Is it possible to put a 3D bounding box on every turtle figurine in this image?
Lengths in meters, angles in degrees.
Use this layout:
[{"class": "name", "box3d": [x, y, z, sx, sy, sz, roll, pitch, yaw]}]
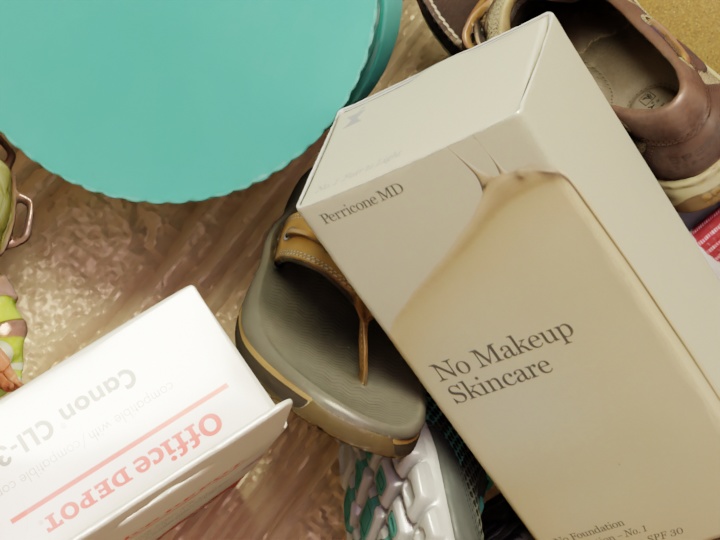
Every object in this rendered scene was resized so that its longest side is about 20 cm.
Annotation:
[{"class": "turtle figurine", "box3d": [-0.171, -0.035, 0.793, 0.064, 0.161, 0.201, -27, 82, -16]}]

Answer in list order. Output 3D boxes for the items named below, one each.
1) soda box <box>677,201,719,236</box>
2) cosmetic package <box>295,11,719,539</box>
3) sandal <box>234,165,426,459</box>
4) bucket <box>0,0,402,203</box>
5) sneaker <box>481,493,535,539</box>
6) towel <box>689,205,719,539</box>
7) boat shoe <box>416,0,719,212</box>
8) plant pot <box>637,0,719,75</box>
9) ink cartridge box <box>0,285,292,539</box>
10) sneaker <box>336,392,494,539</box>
[{"class": "soda box", "box3d": [0.139, -0.023, 0.814, 0.068, 0.199, 0.064, 46, 32, -23]}, {"class": "cosmetic package", "box3d": [0.076, 0.015, 0.744, 0.200, 0.103, 0.073, 53, 33, -23]}, {"class": "sandal", "box3d": [0.000, 0.000, 0.793, 0.081, 0.055, 0.201, 22, 32, -5]}, {"class": "bucket", "box3d": [-0.075, -0.131, 0.806, 0.205, 0.135, 0.209, 1, 109, 2]}, {"class": "sneaker", "box3d": [0.059, 0.168, 0.842, 0.091, 0.076, 0.200, 45, 75, -10]}, {"class": "towel", "box3d": [0.183, 0.030, 0.786, 0.144, 0.200, 0.023, 39, 32, -15]}, {"class": "boat shoe", "box3d": [0.078, -0.098, 0.790, 0.072, 0.072, 0.200, -47, 47, 5]}, {"class": "plant pot", "box3d": [0.166, -0.101, 0.884, 0.198, 0.186, 0.188, -19, 79, 2]}, {"class": "ink cartridge box", "box3d": [-0.099, 0.074, 0.759, 0.116, 0.200, 0.068, -33, 84, -17]}, {"class": "sneaker", "box3d": [0.036, 0.070, 0.828, 0.090, 0.078, 0.201, 3, 48, -22]}]
